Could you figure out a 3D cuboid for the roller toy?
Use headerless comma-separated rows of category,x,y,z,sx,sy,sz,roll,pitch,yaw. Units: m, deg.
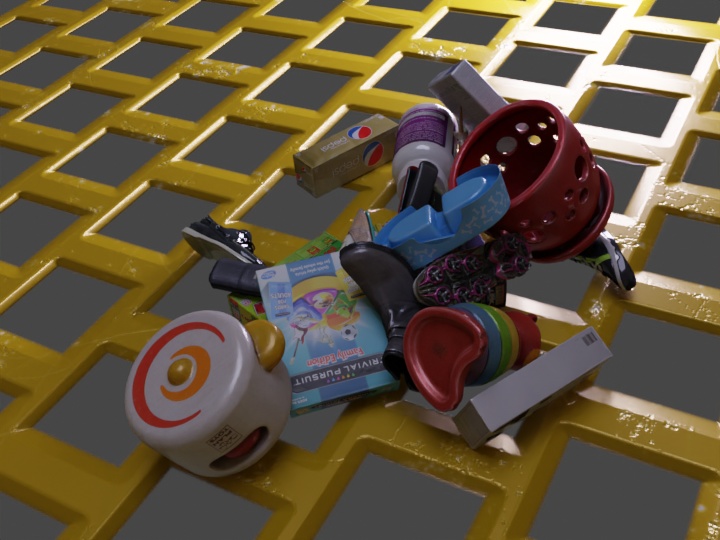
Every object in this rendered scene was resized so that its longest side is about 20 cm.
roller toy,-0.187,0.149,1.057,0.199,0.140,0.183,0,60,28

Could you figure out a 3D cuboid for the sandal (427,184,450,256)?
sandal,0.116,-0.088,1.305,0.057,0.080,0.201,23,24,-23

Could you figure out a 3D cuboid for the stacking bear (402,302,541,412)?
stacking bear,0.159,0.095,1.099,0.199,0.122,0.114,-2,31,-45

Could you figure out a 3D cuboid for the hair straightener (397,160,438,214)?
hair straightener,0.076,-0.071,1.245,0.077,0.041,0.201,-18,48,58

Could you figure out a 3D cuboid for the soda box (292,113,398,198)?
soda box,-0.023,-0.210,1.556,0.199,0.068,0.064,-30,46,-25

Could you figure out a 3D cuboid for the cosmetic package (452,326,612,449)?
cosmetic package,0.217,0.148,1.077,0.199,0.083,0.051,-27,73,-21

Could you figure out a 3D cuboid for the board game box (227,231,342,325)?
board game box,-0.091,0.026,1.302,0.200,0.048,0.101,-35,48,-29

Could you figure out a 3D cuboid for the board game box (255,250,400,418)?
board game box,-0.046,0.080,1.161,0.150,0.047,0.201,-14,69,-8

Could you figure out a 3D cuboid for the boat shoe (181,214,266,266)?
boat shoe,-0.206,-0.041,1.379,0.199,0.075,0.066,22,59,43

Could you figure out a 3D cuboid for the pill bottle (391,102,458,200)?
pill bottle,0.111,-0.195,1.483,0.112,0.113,0.201,0,40,9

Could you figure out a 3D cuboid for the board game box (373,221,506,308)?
board game box,0.111,-0.009,1.306,0.164,0.057,0.200,-14,40,-7

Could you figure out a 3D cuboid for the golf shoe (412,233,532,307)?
golf shoe,0.142,0.009,1.170,0.199,0.073,0.092,-18,-2,-35

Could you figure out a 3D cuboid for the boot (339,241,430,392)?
boot,0.044,0.061,1.111,0.070,0.200,0.132,-29,34,36

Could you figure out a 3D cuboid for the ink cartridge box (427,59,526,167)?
ink cartridge box,0.208,-0.257,1.432,0.041,0.200,0.200,-44,10,0

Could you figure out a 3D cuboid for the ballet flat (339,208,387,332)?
ballet flat,0.000,0.000,1.255,0.067,0.068,0.201,-10,64,-8

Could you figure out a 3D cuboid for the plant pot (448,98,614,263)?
plant pot,0.257,-0.118,1.258,0.200,0.182,0.201,-29,41,28

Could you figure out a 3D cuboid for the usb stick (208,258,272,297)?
usb stick,-0.128,0.019,1.252,0.199,0.033,0.056,10,47,18

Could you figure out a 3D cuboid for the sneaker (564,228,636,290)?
sneaker,0.345,-0.027,1.303,0.083,0.072,0.200,-34,40,12

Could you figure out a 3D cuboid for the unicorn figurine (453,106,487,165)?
unicorn figurine,0.205,-0.150,1.418,0.200,0.074,0.138,37,42,-18

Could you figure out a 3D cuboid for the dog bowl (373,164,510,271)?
dog bowl,0.112,-0.066,1.151,0.199,0.050,0.112,-30,21,16
